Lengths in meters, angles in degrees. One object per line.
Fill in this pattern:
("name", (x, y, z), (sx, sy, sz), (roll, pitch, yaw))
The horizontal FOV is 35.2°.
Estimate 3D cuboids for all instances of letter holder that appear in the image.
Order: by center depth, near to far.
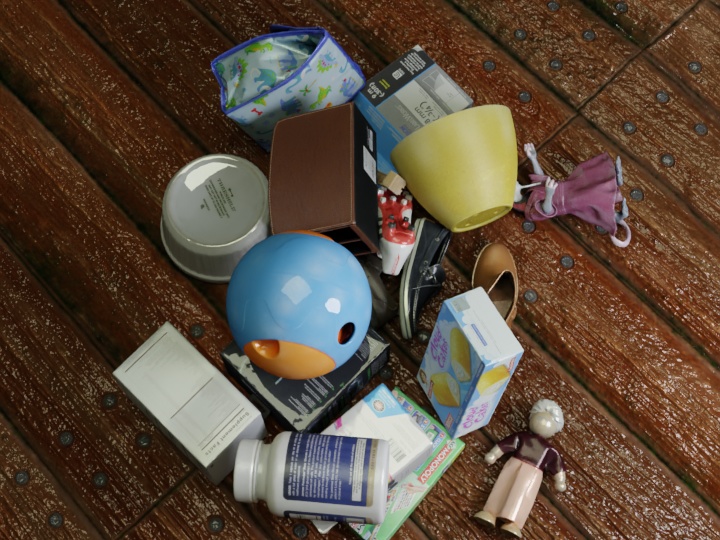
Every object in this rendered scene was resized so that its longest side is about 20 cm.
("letter holder", (-0.055, -0.126, 1.681), (0.141, 0.101, 0.202), (-10, 64, 19))

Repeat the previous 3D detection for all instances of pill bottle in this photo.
("pill bottle", (-0.063, 0.271, 1.497), (0.197, 0.111, 0.112), (4, 67, 4))

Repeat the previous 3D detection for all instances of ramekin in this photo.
("ramekin", (-0.218, -0.089, 1.765), (0.200, 0.094, 0.205), (-1, 67, 2))

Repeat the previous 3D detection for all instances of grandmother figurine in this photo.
("grandmother figurine", (0.240, 0.279, 1.622), (0.120, 0.061, 0.202), (25, 72, 2))

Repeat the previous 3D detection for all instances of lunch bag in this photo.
("lunch bag", (-0.108, -0.297, 1.782), (0.198, 0.170, 0.129), (-22, 68, 15))

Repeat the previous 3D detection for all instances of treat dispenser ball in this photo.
("treat dispenser ball", (-0.084, 0.047, 1.546), (0.198, 0.201, 0.203), (0, 67, 1))

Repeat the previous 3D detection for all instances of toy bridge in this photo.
("toy bridge", (-0.005, -0.168, 1.780), (0.199, 0.067, 0.027), (32, 89, 34))

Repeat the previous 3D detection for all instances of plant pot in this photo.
("plant pot", (0.161, -0.143, 1.737), (0.198, 0.200, 0.143), (-18, 79, -6))

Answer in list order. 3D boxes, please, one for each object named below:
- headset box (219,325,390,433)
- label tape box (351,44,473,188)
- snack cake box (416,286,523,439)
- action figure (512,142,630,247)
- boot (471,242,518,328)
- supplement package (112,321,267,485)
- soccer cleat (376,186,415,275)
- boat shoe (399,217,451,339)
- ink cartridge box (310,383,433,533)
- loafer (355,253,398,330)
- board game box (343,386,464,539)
("headset box", (-0.084, 0.133, 1.669), (0.174, 0.093, 0.200), (41, 74, 16))
("label tape box", (0.064, -0.251, 1.844), (0.199, 0.063, 0.144), (-38, 71, -14))
("snack cake box", (0.149, 0.132, 1.596), (0.067, 0.201, 0.116), (-19, 59, -23))
("action figure", (0.315, -0.115, 1.781), (0.198, 0.150, 0.135), (-10, 35, 17))
("boot", (0.204, 0.027, 1.674), (0.073, 0.155, 0.202), (4, 67, 2))
("supplement package", (-0.244, 0.193, 1.638), (0.200, 0.110, 0.114), (42, 74, 17))
("soccer cleat", (0.047, -0.064, 1.735), (0.068, 0.086, 0.201), (11, 25, -10))
("boat shoe", (0.098, 0.011, 1.729), (0.061, 0.075, 0.202), (9, 62, 11))
("ink cartridge box", (-0.008, 0.270, 1.592), (0.199, 0.068, 0.115), (-37, 70, -13))
("loafer", (0.000, 0.000, 1.744), (0.071, 0.073, 0.202), (-15, 74, -24))
("board game box", (0.038, 0.286, 1.637), (0.134, 0.029, 0.200), (39, 73, 15))
